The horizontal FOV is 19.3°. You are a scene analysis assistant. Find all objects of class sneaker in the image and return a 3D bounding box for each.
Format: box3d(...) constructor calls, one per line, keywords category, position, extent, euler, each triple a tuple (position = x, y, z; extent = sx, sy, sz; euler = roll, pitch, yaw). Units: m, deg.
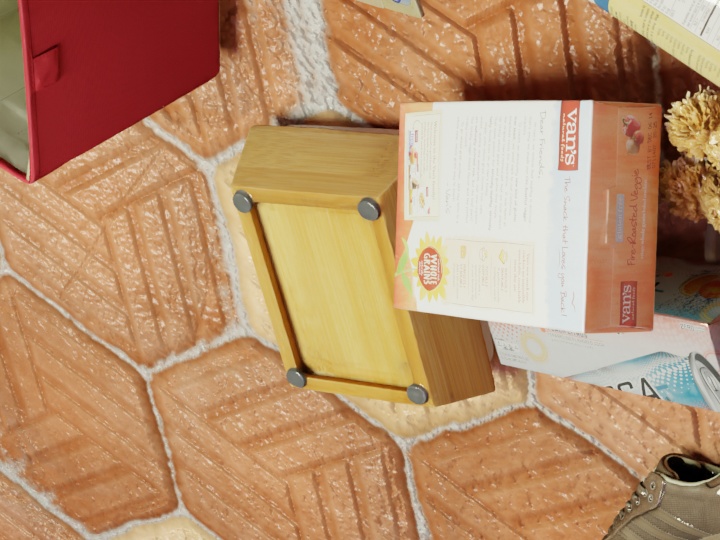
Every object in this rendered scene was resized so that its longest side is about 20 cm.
box3d(category="sneaker", position=(0.215, 0.163, 1.438), extent=(0.200, 0.070, 0.076), euler=(-31, 80, 45))

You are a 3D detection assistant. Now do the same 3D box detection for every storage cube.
box3d(category="storage cube", position=(-0.212, -0.197, 1.397), extent=(0.171, 0.180, 0.200), euler=(29, 136, 30))

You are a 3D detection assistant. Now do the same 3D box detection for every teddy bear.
box3d(category="teddy bear", position=(0.252, -0.030, 1.199), extent=(0.200, 0.067, 0.145), euler=(39, 140, 10))

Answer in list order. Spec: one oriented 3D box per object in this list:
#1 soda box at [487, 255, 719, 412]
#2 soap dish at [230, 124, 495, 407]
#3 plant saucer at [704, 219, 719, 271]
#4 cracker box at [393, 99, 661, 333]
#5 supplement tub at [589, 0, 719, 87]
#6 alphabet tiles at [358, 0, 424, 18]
box3d(category="soda box", position=(0.167, 0.032, 1.336), extent=(0.200, 0.064, 0.068), euler=(11, 128, 48))
box3d(category="soap dish", position=(0.000, 0.000, 1.463), extent=(0.157, 0.081, 0.200), euler=(7, 124, 36))
box3d(category="plant saucer", position=(0.300, 0.004, 1.257), extent=(0.200, 0.029, 0.200), euler=(21, 132, 25))
box3d(category="cracker box", position=(0.098, -0.036, 1.291), extent=(0.200, 0.058, 0.134), euler=(7, 96, 58))
box3d(category="supplement tub", position=(0.226, -0.157, 1.105), extent=(0.200, 0.145, 0.145), euler=(35, 137, 12))
box3d(category="alphabet tiles", position=(-0.031, -0.236, 1.315), extent=(0.200, 0.006, 0.167), euler=(22, 147, 41))
